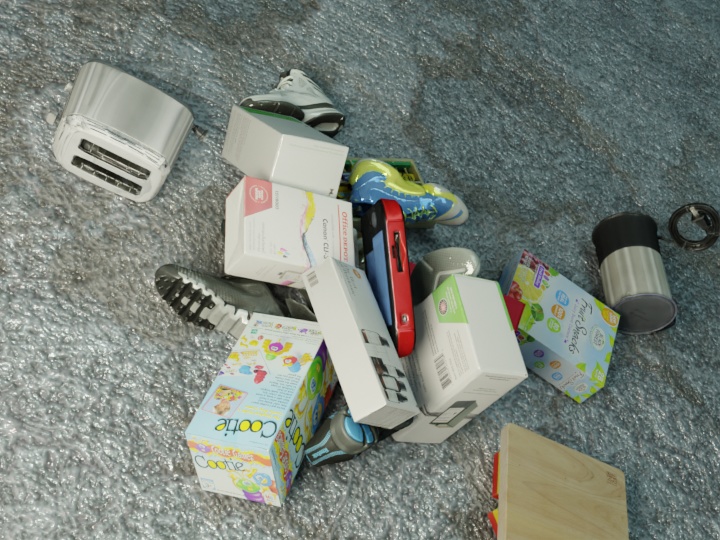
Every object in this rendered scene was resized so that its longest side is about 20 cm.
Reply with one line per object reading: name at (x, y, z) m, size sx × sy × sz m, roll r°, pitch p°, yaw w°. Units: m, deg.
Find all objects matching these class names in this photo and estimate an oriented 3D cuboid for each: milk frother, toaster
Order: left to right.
toaster at (-0.313, -0.180, 1.289) m, size 0.200 × 0.114 × 0.129 m, roll 27°, pitch 49°, yaw -17°
milk frother at (0.522, -0.009, 1.662) m, size 0.180 × 0.200 × 0.188 m, roll 21°, pitch 47°, yaw -25°

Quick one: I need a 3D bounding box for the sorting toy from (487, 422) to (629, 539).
sorting toy at (0.260, 0.337, 1.296) m, size 0.200 × 0.070 × 0.199 m, roll 25°, pitch 46°, yaw -16°

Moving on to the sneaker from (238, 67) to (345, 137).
sneaker at (-0.127, -0.267, 1.526) m, size 0.200 × 0.076 × 0.115 m, roll -1°, pitch 48°, yaw -44°

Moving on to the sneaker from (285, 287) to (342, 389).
sneaker at (-0.026, 0.118, 1.267) m, size 0.060 × 0.104 × 0.200 m, roll -41°, pitch 123°, yaw -39°

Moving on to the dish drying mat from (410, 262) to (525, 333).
dish drying mat at (0.145, 0.041, 1.441) m, size 0.200 × 0.018 × 0.077 m, roll 18°, pitch 45°, yaw 10°

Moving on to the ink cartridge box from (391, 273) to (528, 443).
ink cartridge box at (0.112, 0.121, 1.274) m, size 0.084 × 0.200 × 0.146 m, roll 10°, pitch 52°, yaw -32°

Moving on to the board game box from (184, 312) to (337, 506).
board game box at (-0.110, 0.159, 1.135) m, size 0.105 × 0.103 × 0.200 m, roll 8°, pitch 42°, yaw 17°

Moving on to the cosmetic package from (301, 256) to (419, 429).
cosmetic package at (0.000, 0.085, 1.143) m, size 0.083 × 0.051 × 0.200 m, roll 26°, pitch 37°, yaw -56°

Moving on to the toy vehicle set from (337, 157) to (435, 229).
toy vehicle set at (0.023, -0.124, 1.533) m, size 0.200 × 0.027 × 0.124 m, roll -4°, pitch 59°, yaw -36°

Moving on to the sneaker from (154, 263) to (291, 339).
sneaker at (-0.172, 0.036, 1.248) m, size 0.200 × 0.066 × 0.091 m, roll 29°, pitch 42°, yaw -17°

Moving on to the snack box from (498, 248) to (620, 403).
snack box at (0.304, 0.086, 1.529) m, size 0.200 × 0.068 × 0.169 m, roll 35°, pitch 45°, yaw -7°

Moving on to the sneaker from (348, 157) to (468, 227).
sneaker at (0.067, -0.091, 1.476) m, size 0.200 × 0.076 × 0.105 m, roll 23°, pitch 58°, yaw -9°

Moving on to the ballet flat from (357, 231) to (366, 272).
ballet flat at (0.000, 0.000, 1.386) m, size 0.068 × 0.072 × 0.200 m, roll 33°, pitch 44°, yaw -8°

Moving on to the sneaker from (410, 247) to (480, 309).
sneaker at (0.102, 0.027, 1.346) m, size 0.080 × 0.200 × 0.070 m, roll -7°, pitch 65°, yaw -45°

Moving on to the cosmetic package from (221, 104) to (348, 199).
cosmetic package at (-0.111, -0.167, 1.367) m, size 0.108 × 0.085 × 0.200 m, roll 7°, pitch 15°, yaw -31°

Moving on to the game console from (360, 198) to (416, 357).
game console at (0.029, 0.015, 1.250) m, size 0.031 × 0.177 × 0.200 m, roll -4°, pitch 85°, yaw -14°

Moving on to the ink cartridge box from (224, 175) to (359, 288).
ink cartridge box at (-0.075, -0.041, 1.273) m, size 0.200 × 0.067 × 0.117 m, roll 12°, pitch 60°, yaw -28°

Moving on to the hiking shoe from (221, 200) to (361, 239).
hiking shoe at (-0.102, -0.075, 1.365) m, size 0.200 × 0.087 × 0.074 m, roll -5°, pitch 59°, yaw -37°

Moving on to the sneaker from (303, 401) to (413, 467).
sneaker at (-0.001, 0.184, 1.181) m, size 0.073 × 0.082 × 0.200 m, roll 59°, pitch 25°, yaw 10°
